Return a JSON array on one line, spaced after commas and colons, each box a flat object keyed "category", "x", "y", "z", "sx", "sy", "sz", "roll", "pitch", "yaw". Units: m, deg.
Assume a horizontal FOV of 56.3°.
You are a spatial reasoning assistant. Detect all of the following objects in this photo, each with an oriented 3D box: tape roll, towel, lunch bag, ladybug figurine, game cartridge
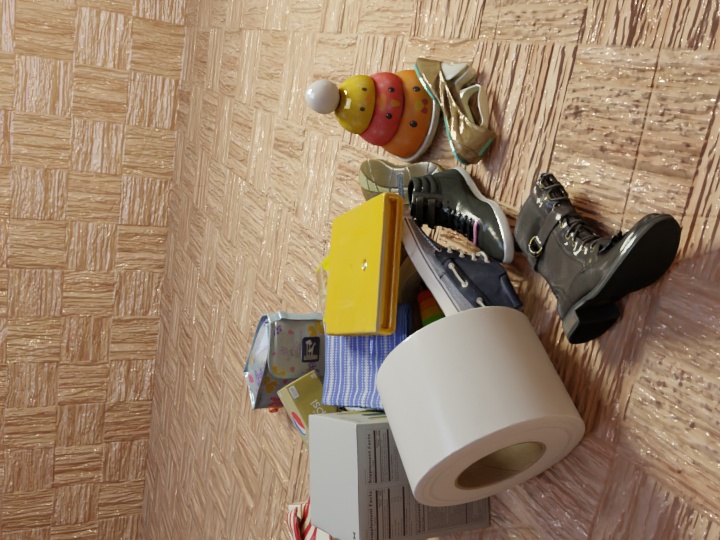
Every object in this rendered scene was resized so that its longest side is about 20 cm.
[{"category": "tape roll", "x": 0.130, "y": 0.157, "z": 0.759, "sx": 0.204, "sy": 0.200, "sz": 0.140, "roll": -61, "pitch": 38, "yaw": 41}, {"category": "towel", "x": 0.004, "y": 0.124, "z": 0.957, "sx": 0.199, "sy": 0.024, "sz": 0.147, "roll": -10, "pitch": 76, "yaw": 52}, {"category": "lunch bag", "x": -0.119, "y": 0.164, "z": 1.283, "sx": 0.128, "sy": 0.168, "sz": 0.202, "roll": 63, "pitch": 140, "yaw": 45}, {"category": "ladybug figurine", "x": 0.111, "y": 0.064, "z": 0.920, "sx": 0.135, "sy": 0.072, "sz": 0.203, "roll": -21, "pitch": 65, "yaw": 32}, {"category": "game cartridge", "x": 0.000, "y": 0.000, "z": 0.921, "sx": 0.200, "sy": 0.032, "sz": 0.179, "roll": 165, "pitch": 111, "yaw": -69}]

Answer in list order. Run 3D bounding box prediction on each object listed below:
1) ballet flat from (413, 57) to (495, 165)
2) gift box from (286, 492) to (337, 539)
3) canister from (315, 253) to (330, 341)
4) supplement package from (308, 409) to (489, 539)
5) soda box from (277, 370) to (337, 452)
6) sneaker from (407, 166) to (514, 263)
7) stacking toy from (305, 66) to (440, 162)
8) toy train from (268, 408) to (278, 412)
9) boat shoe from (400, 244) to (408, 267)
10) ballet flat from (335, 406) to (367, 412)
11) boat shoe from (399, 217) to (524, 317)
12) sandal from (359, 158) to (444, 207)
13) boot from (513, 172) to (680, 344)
[{"category": "ballet flat", "x": 0.137, "y": -0.239, "z": 0.932, "sx": 0.072, "sy": 0.067, "sz": 0.202, "roll": -38, "pitch": 53, "yaw": 31}, {"category": "gift box", "x": -0.012, "y": 0.427, "z": 1.040, "sx": 0.200, "sy": 0.184, "sz": 0.187, "roll": -43, "pitch": 52, "yaw": 55}, {"category": "canister", "x": -0.007, "y": 0.069, "z": 1.084, "sx": 0.149, "sy": 0.086, "sz": 0.202, "roll": -45, "pitch": 49, "yaw": 50}, {"category": "supplement package", "x": 0.049, "y": 0.270, "z": 0.914, "sx": 0.151, "sy": 0.198, "sz": 0.153, "roll": -13, "pitch": 77, "yaw": 61}, {"category": "soda box", "x": -0.065, "y": 0.279, "z": 1.166, "sx": 0.202, "sy": 0.064, "sz": 0.068, "roll": 61, "pitch": 154, "yaw": 6}, {"category": "sneaker", "x": 0.122, "y": -0.066, "z": 0.882, "sx": 0.201, "sy": 0.098, "sz": 0.071, "roll": -117, "pitch": 20, "yaw": -48}, {"category": "stacking toy", "x": 0.009, "y": -0.246, "z": 1.023, "sx": 0.146, "sy": 0.198, "sz": 0.148, "roll": -4, "pitch": 85, "yaw": 63}, {"category": "toy train", "x": -0.178, "y": 0.217, "z": 1.526, "sx": 0.150, "sy": 0.055, "sz": 0.203, "roll": 36, "pitch": 118, "yaw": 59}, {"category": "boat shoe", "x": 0.073, "y": 0.032, "z": 1.020, "sx": 0.069, "sy": 0.070, "sz": 0.203, "roll": -32, "pitch": 61, "yaw": 56}, {"category": "ballet flat", "x": -0.004, "y": 0.237, "z": 1.150, "sx": 0.200, "sy": 0.071, "sz": 0.070, "roll": -46, "pitch": 16, "yaw": 55}, {"category": "boat shoe", "x": 0.125, "y": -0.001, "z": 0.851, "sx": 0.201, "sy": 0.092, "sz": 0.075, "roll": 60, "pitch": -175, "yaw": 21}, {"category": "sandal", "x": 0.070, "y": -0.138, "z": 1.066, "sx": 0.199, "sy": 0.054, "sz": 0.082, "roll": 7, "pitch": 100, "yaw": 48}, {"category": "boot", "x": 0.229, "y": -0.038, "z": 0.714, "sx": 0.201, "sy": 0.068, "sz": 0.176, "roll": 113, "pitch": 146, "yaw": -48}]
